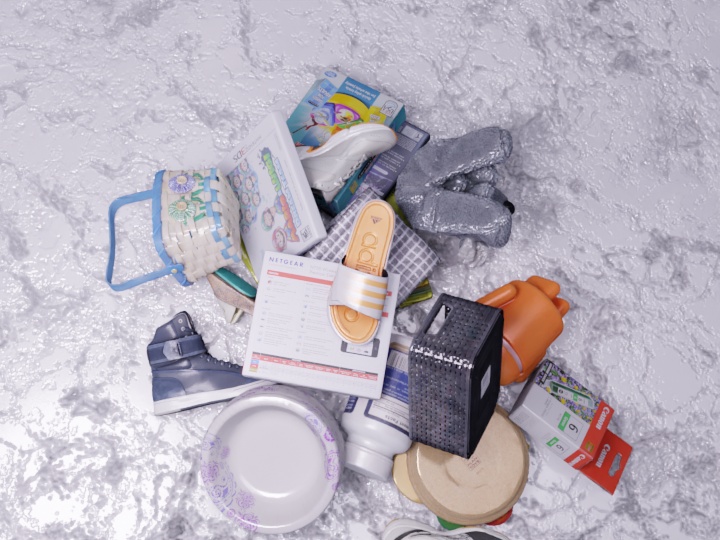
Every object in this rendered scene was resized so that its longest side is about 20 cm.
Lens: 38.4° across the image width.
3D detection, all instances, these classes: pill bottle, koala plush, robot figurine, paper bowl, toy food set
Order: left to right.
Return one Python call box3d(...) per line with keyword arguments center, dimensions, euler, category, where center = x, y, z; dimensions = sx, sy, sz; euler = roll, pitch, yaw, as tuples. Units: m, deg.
box3d(center=(-0.120, 0.262, 1.471), dimensions=(0.199, 0.104, 0.202), euler=(1, 98, 8), category="paper bowl")
box3d(center=(0.037, 0.202, 1.529), dimensions=(0.110, 0.111, 0.201), euler=(23, 74, -3), category="pill bottle")
box3d(center=(0.164, -0.105, 1.595), dimensions=(0.183, 0.200, 0.179), euler=(-3, 74, 22), category="koala plush")
box3d(center=(0.161, 0.290, 1.560), dimensions=(0.197, 0.049, 0.200), euler=(35, 73, 1), category="toy food set")
box3d(center=(0.230, 0.094, 1.585), dimensions=(0.117, 0.144, 0.200), euler=(41, 73, 20), category="robot figurine")

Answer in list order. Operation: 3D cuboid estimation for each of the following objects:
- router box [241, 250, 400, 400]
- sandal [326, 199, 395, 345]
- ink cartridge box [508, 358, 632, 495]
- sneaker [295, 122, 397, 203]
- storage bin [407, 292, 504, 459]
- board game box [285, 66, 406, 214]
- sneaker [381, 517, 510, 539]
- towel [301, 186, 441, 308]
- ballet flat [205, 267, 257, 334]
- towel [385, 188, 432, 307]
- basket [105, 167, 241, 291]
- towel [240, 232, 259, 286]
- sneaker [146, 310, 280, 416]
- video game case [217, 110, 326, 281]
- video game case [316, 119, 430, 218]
box3d(center=(-0.054, 0.078, 1.464), dimensions=(0.199, 0.049, 0.181), euler=(11, 82, -1), category="router box")
box3d(center=(0.003, -0.003, 1.423), dimensions=(0.079, 0.059, 0.208), euler=(11, 81, -1), category="sandal")
box3d(center=(0.334, 0.239, 1.580), dimensions=(0.200, 0.050, 0.109), euler=(37, 50, 2), category="ink cartridge box")
box3d(center=(-0.034, -0.151, 1.546), dimensions=(0.199, 0.076, 0.093), euler=(-19, 73, 6), category="sneaker")
box3d(center=(0.136, 0.149, 1.459), dimensions=(0.093, 0.201, 0.135), euler=(16, 43, 21), category="storage bin")
box3d(center=(-0.043, -0.208, 1.630), dimensions=(0.150, 0.047, 0.201), euler=(28, 72, 17), category="board game box")
box3d(center=(0.130, 0.417, 1.494), dimensions=(0.199, 0.088, 0.076), euler=(6, 104, -3), category="sneaker")
box3d(center=(0.000, 0.000, 1.543), dimensions=(0.166, 0.086, 0.200), euler=(44, 81, -7), category="towel")
box3d(center=(-0.163, 0.061, 1.555), dimensions=(0.199, 0.068, 0.068), euler=(30, 98, 9), category="ballet flat")
box3d(center=(0.046, -0.041, 1.632), dimensions=(0.086, 0.018, 0.201), euler=(-15, 79, -12), category="towel")
box3d(center=(-0.281, -0.064, 1.526), dimensions=(0.199, 0.139, 0.177), euler=(-19, 51, 9), category="basket")
box3d(center=(-0.132, -0.012, 1.605), dimensions=(0.086, 0.018, 0.201), euler=(-31, 82, -16), category="towel")
box3d(center=(-0.216, 0.125, 1.526), dimensions=(0.201, 0.077, 0.147), euler=(-9, 80, -10), category="sneaker")
box3d(center=(-0.136, -0.107, 1.534), dimensions=(0.024, 0.182, 0.201), euler=(-12, 77, -39), category="video game case")
box3d(center=(-0.001, -0.172, 1.644), dimensions=(0.142, 0.019, 0.200), euler=(31, 74, 18), category="video game case")
